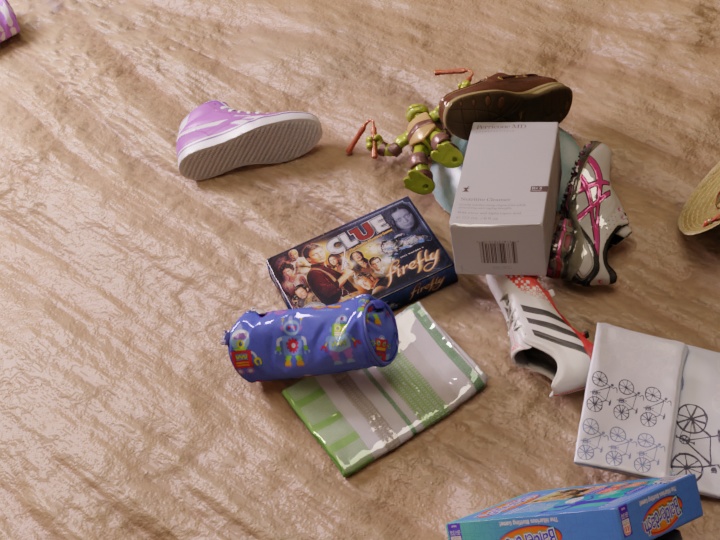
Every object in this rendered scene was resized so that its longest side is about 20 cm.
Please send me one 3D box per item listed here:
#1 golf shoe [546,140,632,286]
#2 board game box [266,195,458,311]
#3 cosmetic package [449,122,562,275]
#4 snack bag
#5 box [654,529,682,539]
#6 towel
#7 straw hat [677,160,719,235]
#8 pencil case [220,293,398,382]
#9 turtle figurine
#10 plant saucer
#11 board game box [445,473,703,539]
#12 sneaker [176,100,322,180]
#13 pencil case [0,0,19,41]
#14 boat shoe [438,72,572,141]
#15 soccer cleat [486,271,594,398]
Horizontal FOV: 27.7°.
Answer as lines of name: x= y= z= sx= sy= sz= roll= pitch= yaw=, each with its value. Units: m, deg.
golf shoe: x=0.283 y=-0.065 z=1.756 sx=0.091 sy=0.073 sz=0.201 roll=14 pitch=61 yaw=6
board game box: x=0.000 y=0.000 z=1.778 sx=0.199 sy=0.035 sz=0.136 roll=-25 pitch=49 yaw=-9
cosmetic package: x=0.174 y=-0.087 z=1.716 sx=0.112 sy=0.082 sz=0.201 roll=0 pitch=42 yaw=12
snack bag: x=0.335 y=0.151 z=1.555 sx=0.198 sy=0.021 sz=0.190 roll=14 pitch=53 yaw=6
box: x=0.227 y=0.370 z=1.355 sx=0.198 sy=0.118 sz=0.198 roll=-12 pitch=48 yaw=3
towel: x=0.026 y=0.131 z=1.663 sx=0.199 sy=0.031 sz=0.149 roll=-31 pitch=50 yaw=-15
straw hat: x=0.468 y=-0.081 z=1.709 sx=0.085 sy=0.201 sz=0.201 roll=43 pitch=61 yaw=-8
pencil case: x=-0.056 y=0.077 z=1.661 sx=0.198 sy=0.088 sz=0.078 roll=-8 pitch=2 yaw=26
turtle figurine: x=0.075 y=-0.165 z=1.873 sx=0.199 sy=0.064 sz=0.162 roll=-29 pitch=36 yaw=15
plant saucer: x=0.184 y=-0.139 z=1.856 sx=0.199 sy=0.039 sz=0.202 roll=-6 pitch=49 yaw=7
board game box: x=0.205 y=0.240 z=1.407 sx=0.199 sy=0.045 sz=0.151 roll=-14 pitch=-3 yaw=41
sneaker: x=-0.152 y=-0.198 z=1.960 sx=0.198 sy=0.073 sz=0.115 roll=-11 pitch=45 yaw=3
pencil case: x=-0.608 y=-0.358 z=2.186 sx=0.199 sy=0.086 sz=0.084 roll=-30 pitch=51 yaw=-13
boat shoe: x=0.173 y=-0.209 z=1.830 sx=0.199 sy=0.073 sz=0.068 roll=-11 pitch=39 yaw=-33
soccer cleat: x=0.193 y=0.065 z=1.659 sx=0.085 sy=0.069 sz=0.200 roll=-26 pitch=54 yaw=-21
